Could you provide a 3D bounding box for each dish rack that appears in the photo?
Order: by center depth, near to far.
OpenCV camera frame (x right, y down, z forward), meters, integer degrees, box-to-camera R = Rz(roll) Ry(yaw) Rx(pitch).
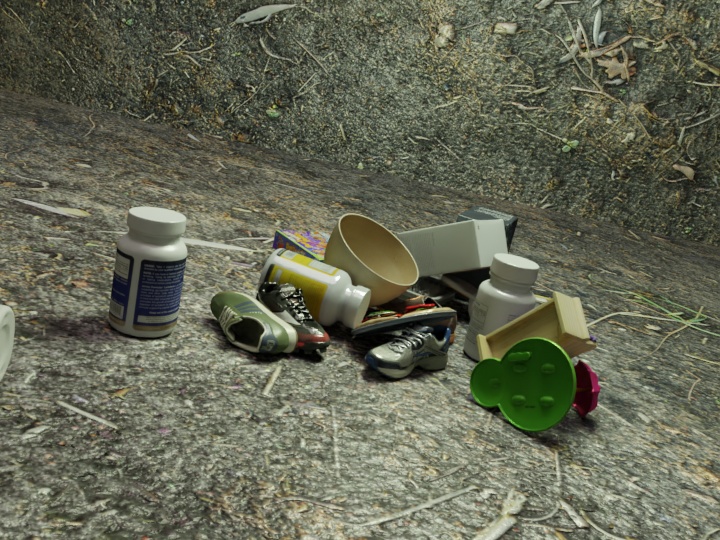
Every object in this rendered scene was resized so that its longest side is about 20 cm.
[{"bbox_3d":[0.112,0.040,1.876,0.199,0.044,0.171,20,17,27],"label":"dish rack"}]

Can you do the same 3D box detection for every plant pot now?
[{"bbox_3d":[0.000,0.000,1.678,0.200,0.135,0.201,31,29,-19],"label":"plant pot"}]

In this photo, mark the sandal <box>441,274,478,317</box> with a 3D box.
[{"bbox_3d":[0.258,0.077,1.815,0.206,0.059,0.079,33,19,32],"label":"sandal"}]

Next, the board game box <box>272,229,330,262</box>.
[{"bbox_3d":[-0.091,-0.036,1.833,0.134,0.045,0.200,1,20,-36],"label":"board game box"}]

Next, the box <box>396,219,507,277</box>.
[{"bbox_3d":[0.209,-0.048,1.842,0.199,0.107,0.152,-8,-1,35],"label":"box"}]

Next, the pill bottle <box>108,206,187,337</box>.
[{"bbox_3d":[-0.353,0.001,1.370,0.115,0.201,0.116,11,16,-3],"label":"pill bottle"}]

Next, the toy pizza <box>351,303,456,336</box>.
[{"bbox_3d":[0.079,0.089,1.520,0.199,0.032,0.200,-10,-8,-2],"label":"toy pizza"}]

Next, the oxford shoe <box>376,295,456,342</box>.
[{"bbox_3d":[0.117,0.080,1.682,0.200,0.073,0.071,22,19,33],"label":"oxford shoe"}]

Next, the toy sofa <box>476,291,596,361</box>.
[{"bbox_3d":[0.308,0.123,1.438,0.097,0.200,0.083,19,51,-35],"label":"toy sofa"}]

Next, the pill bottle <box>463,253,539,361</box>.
[{"bbox_3d":[0.276,0.075,1.581,0.114,0.201,0.114,12,16,-3],"label":"pill bottle"}]

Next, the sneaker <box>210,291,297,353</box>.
[{"bbox_3d":[-0.207,0.088,1.416,0.200,0.067,0.090,26,15,32],"label":"sneaker"}]

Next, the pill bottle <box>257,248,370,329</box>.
[{"bbox_3d":[-0.087,0.040,1.563,0.199,0.112,0.112,21,17,13],"label":"pill bottle"}]

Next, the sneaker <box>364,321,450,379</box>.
[{"bbox_3d":[0.087,0.131,1.446,0.200,0.085,0.077,-6,31,-46],"label":"sneaker"}]

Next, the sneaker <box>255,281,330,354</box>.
[{"bbox_3d":[-0.125,0.079,1.462,0.071,0.098,0.200,-1,22,-45],"label":"sneaker"}]

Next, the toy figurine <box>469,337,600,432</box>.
[{"bbox_3d":[0.318,0.200,1.387,0.200,0.151,0.184,-7,-15,43],"label":"toy figurine"}]

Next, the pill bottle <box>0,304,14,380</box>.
[{"bbox_3d":[-0.571,0.087,1.069,0.199,0.115,0.114,10,16,-9],"label":"pill bottle"}]

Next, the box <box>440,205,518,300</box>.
[{"bbox_3d":[0.291,-0.042,2.011,0.117,0.197,0.200,19,17,18],"label":"box"}]
